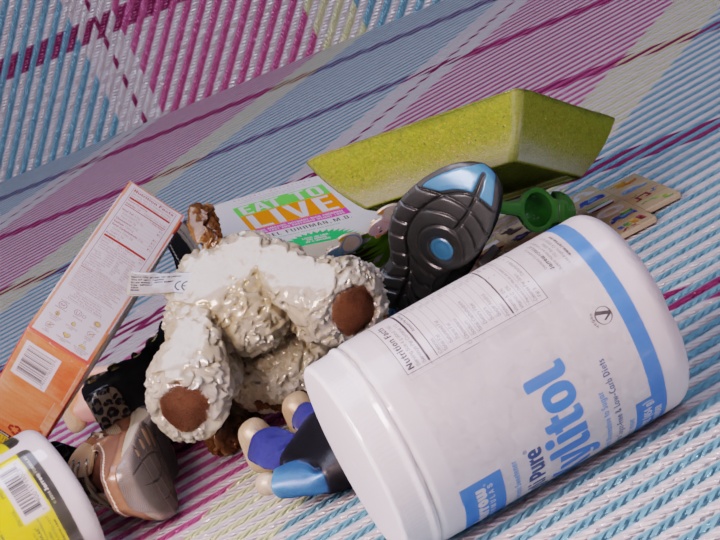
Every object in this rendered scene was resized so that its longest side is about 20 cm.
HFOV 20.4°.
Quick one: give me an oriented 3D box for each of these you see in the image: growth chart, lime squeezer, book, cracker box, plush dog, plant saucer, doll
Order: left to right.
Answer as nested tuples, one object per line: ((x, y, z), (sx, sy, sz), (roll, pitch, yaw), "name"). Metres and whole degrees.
((-0.217, 0.040, 1.541), (0.134, 0.057, 0.200), (-55, 5, 39), "cracker box")
((-0.073, 0.048, 1.523), (0.199, 0.172, 0.161), (-31, 52, -1), "plush dog")
((-0.056, -0.031, 1.757), (0.132, 0.048, 0.200), (-13, 17, -12), "book")
((-0.016, 0.117, 1.372), (0.136, 0.049, 0.200), (-31, 13, -17), "doll")
((0.000, 0.000, 1.639), (0.199, 0.018, 0.144), (-35, -22, 17), "growth chart")
((0.088, -0.085, 1.634), (0.199, 0.048, 0.199), (-16, -11, 28), "plant saucer")
((0.138, -0.053, 1.663), (0.070, 0.038, 0.200), (19, 7, 23), "lime squeezer")

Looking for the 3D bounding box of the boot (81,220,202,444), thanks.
((-0.164, 0.062, 1.667), (0.150, 0.073, 0.201), (-32, 56, 2), "boot")

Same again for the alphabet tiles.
((0.179, -0.035, 1.698), (0.165, 0.006, 0.200), (-28, 13, -4), "alphabet tiles")

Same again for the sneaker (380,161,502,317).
((0.061, -0.026, 1.566), (0.082, 0.073, 0.200), (-43, -9, -42), "sneaker")

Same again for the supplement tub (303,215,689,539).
((0.081, 0.067, 1.189), (0.199, 0.133, 0.132), (-29, 13, -10), "supplement tub")

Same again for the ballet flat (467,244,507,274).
((0.075, 0.044, 1.499), (0.068, 0.046, 0.200), (-54, -4, 37), "ballet flat")

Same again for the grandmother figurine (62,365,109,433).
((-0.176, 0.095, 1.752), (0.199, 0.061, 0.121), (-19, 9, 33), "grandmother figurine")

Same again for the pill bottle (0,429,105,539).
((-0.286, 0.207, 1.397), (0.199, 0.113, 0.112), (-30, 13, -20), "pill bottle")

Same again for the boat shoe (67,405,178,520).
((-0.179, 0.153, 1.497), (0.071, 0.076, 0.200), (-21, 3, -1), "boat shoe")

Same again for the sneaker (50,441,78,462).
((-0.262, 0.164, 1.540), (0.077, 0.071, 0.200), (-19, -3, 16), "sneaker")
